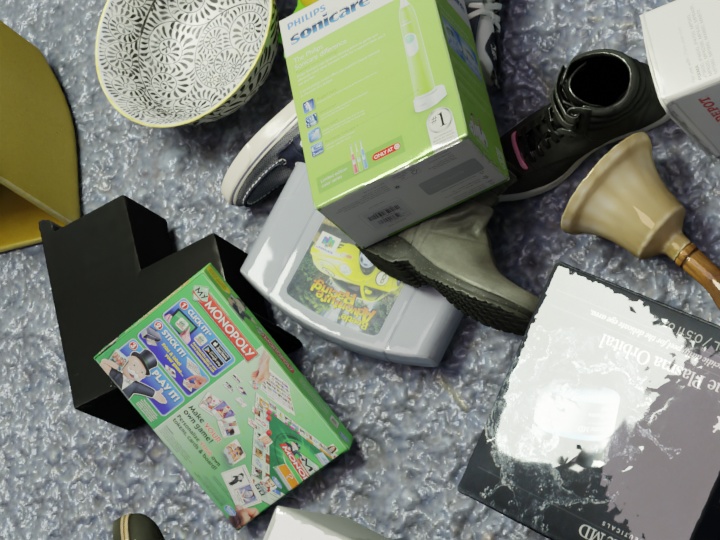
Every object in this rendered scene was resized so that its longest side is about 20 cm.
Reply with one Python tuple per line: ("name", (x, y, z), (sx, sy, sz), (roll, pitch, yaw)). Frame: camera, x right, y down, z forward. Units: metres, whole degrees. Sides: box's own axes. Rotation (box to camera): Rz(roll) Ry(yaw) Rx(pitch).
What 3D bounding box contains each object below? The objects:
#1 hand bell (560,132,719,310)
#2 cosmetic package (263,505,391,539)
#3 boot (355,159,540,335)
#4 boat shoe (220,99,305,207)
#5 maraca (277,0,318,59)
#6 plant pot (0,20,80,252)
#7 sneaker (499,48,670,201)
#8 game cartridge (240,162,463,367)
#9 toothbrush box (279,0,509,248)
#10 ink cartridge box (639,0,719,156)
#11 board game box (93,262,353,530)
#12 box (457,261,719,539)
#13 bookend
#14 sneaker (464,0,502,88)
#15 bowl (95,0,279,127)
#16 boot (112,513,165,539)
("hand bell", (0.265, -0.007, 1.399), (0.200, 0.104, 0.104), (45, 98, 20))
("cosmetic package", (0.012, 0.304, 1.366), (0.198, 0.166, 0.169), (23, 87, 21))
("boot", (0.095, -0.037, 1.449), (0.199, 0.068, 0.131), (28, 79, 37))
("boat shoe", (-0.038, -0.106, 1.601), (0.200, 0.074, 0.093), (-45, 75, 23))
("maraca", (-0.014, -0.278, 1.606), (0.137, 0.107, 0.202), (-8, 53, 56))
("plant pot", (-0.404, -0.146, 1.754), (0.194, 0.194, 0.202), (-12, 63, 26))
("sneaker", (0.164, -0.127, 1.473), (0.199, 0.099, 0.071), (-27, 65, 21))
("game cartridge", (0.000, 0.000, 1.530), (0.198, 0.041, 0.134), (24, 81, 18))
("toothbrush box", (0.026, -0.144, 1.459), (0.145, 0.086, 0.202), (-25, 57, 20))
("ink cartridge box", (0.335, -0.175, 1.363), (0.198, 0.145, 0.086), (-22, 66, 21))
("board game box", (-0.119, 0.112, 1.530), (0.134, 0.029, 0.201), (-36, 98, 17))
("box", (0.213, 0.127, 1.358), (0.195, 0.117, 0.202), (23, 88, 33))
("bookend", (-0.181, 0.013, 1.629), (0.197, 0.092, 0.202), (-27, 62, 18))
("sneaker", (0.110, -0.228, 1.550), (0.199, 0.079, 0.130), (-38, 66, 8))
("bowl", (-0.147, -0.218, 1.680), (0.199, 0.094, 0.203), (-9, 71, 27))
("boot", (-0.122, 0.279, 1.532), (0.138, 0.077, 0.201), (-32, 75, 12))
